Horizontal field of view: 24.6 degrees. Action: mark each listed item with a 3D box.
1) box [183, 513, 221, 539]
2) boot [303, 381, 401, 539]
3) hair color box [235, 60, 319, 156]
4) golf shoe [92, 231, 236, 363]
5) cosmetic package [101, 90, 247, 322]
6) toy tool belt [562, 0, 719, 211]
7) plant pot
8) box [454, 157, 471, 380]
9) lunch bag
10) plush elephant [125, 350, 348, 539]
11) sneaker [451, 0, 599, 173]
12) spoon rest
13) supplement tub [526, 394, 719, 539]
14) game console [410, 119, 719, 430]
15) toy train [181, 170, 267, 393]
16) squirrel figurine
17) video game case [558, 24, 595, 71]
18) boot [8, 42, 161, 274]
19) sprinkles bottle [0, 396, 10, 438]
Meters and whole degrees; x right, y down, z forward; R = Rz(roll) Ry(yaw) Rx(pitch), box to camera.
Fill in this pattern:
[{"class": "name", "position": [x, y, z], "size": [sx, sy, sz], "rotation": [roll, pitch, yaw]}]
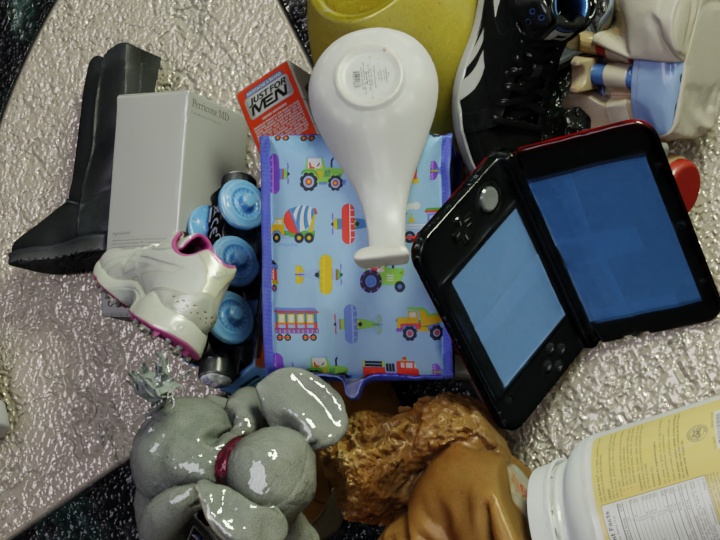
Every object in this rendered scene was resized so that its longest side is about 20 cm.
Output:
[{"class": "box", "position": [-0.097, 0.327, 1.374], "size": [0.200, 0.047, 0.194], "rotation": [44, 126, 26]}, {"class": "boot", "position": [-0.050, 0.154, 1.417], "size": [0.200, 0.071, 0.145], "rotation": [-28, 63, 18]}, {"class": "hair color box", "position": [-0.025, -0.069, 1.412], "size": [0.064, 0.111, 0.201], "rotation": [-29, 68, 20]}, {"class": "golf shoe", "position": [-0.156, 0.007, 1.346], "size": [0.092, 0.075, 0.200], "rotation": [-57, 31, -2]}, {"class": "cosmetic package", "position": [-0.167, -0.051, 1.486], "size": [0.084, 0.107, 0.202], "rotation": [0, 82, 29]}, {"class": "toy tool belt", "position": [0.218, -0.152, 1.296], "size": [0.122, 0.124, 0.202], "rotation": [20, 111, 42]}, {"class": "plant pot", "position": [0.035, -0.204, 1.336], "size": [0.199, 0.142, 0.202], "rotation": [-14, 58, 22]}, {"class": "box", "position": [0.092, -0.011, 1.363], "size": [0.082, 0.068, 0.202], "rotation": [2, 82, 29]}, {"class": "lunch bag", "position": [0.000, 0.000, 1.282], "size": [0.149, 0.094, 0.202], "rotation": [0, 83, 9]}, {"class": "plush elephant", "position": [-0.088, 0.156, 1.250], "size": [0.154, 0.201, 0.165], "rotation": [23, 57, 29]}, {"class": "sneaker", "position": [0.126, -0.158, 1.237], "size": [0.112, 0.072, 0.202], "rotation": [-161, 75, -67]}, {"class": "spoon rest", "position": [0.011, -0.090, 1.223], "size": [0.098, 0.061, 0.202], "rotation": [-5, 66, 6]}, {"class": "supplement tub", "position": [0.237, 0.176, 1.210], "size": [0.199, 0.145, 0.147], "rotation": [-21, 72, 24]}, {"class": "game console", "position": [0.158, 0.009, 1.240], "size": [0.118, 0.201, 0.172], "rotation": [12, 51, 46]}, {"class": "toy train", "position": [-0.091, 0.013, 1.408], "size": [0.087, 0.114, 0.202], "rotation": [-33, 45, 49]}, {"class": "squirrel figurine", "position": [0.045, 0.202, 1.299], "size": [0.186, 0.141, 0.201], "rotation": [-32, 75, 19]}, {"class": "video game case", "position": [0.095, -0.209, 1.427], "size": [0.199, 0.019, 0.144], "rotation": [-26, 70, 21]}, {"class": "boot", "position": [-0.263, -0.104, 1.568], "size": [0.164, 0.065, 0.202], "rotation": [-8, 74, 39]}, {"class": "sprinkles bottle", "position": [-0.398, 0.072, 1.608], "size": [0.068, 0.068, 0.201], "rotation": [-28, 69, 21]}]
